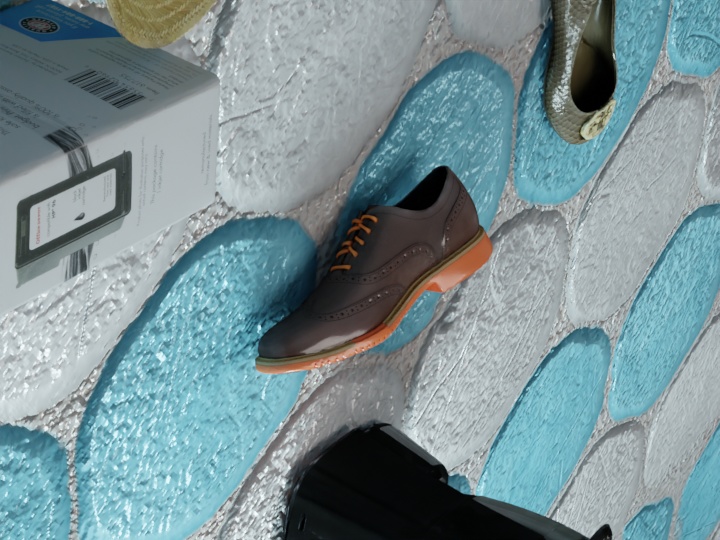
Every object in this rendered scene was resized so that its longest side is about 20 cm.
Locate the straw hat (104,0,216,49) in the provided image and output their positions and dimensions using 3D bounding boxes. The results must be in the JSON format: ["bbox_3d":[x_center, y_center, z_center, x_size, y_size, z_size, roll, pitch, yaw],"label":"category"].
[{"bbox_3d":[-0.098,-0.200,0.813,0.202,0.085,0.202,90,26,-55],"label":"straw hat"}]

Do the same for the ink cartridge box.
[{"bbox_3d":[-0.166,-0.042,0.794,0.200,0.116,0.068,-31,138,-46],"label":"ink cartridge box"}]

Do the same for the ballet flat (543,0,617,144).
[{"bbox_3d":[0.165,-0.161,1.349,0.067,0.046,0.201,-47,148,-28],"label":"ballet flat"}]

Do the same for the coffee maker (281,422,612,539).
[{"bbox_3d":[0.045,0.201,1.286,0.192,0.199,0.136,0,111,-63],"label":"coffee maker"}]

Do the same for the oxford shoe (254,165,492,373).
[{"bbox_3d":[0.000,0.000,1.201,0.200,0.071,0.073,-36,114,-38],"label":"oxford shoe"}]
